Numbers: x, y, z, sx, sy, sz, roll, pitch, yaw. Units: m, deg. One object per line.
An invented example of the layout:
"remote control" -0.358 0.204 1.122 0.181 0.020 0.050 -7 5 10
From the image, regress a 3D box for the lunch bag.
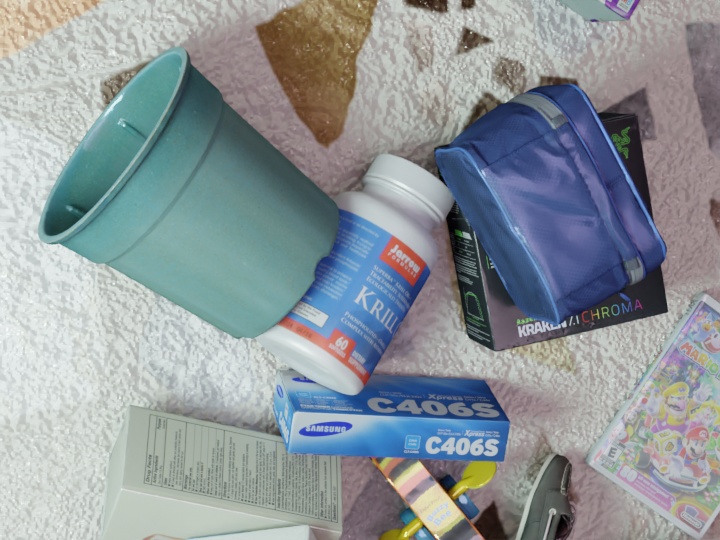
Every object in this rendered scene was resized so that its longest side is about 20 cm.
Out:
"lunch bag" 0.172 -0.054 1.525 0.132 0.136 0.200 -32 101 -8

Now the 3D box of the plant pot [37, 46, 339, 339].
"plant pot" -0.136 -0.054 1.534 0.196 0.200 0.200 36 88 -22

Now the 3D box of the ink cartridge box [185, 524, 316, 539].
"ink cartridge box" -0.073 0.310 1.585 0.116 0.067 0.200 -8 138 12

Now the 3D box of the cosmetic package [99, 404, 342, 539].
"cosmetic package" -0.122 0.200 1.591 0.200 0.103 0.087 15 131 -13

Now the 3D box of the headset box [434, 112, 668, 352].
"headset box" 0.174 -0.045 1.645 0.174 0.093 0.200 -12 98 -12

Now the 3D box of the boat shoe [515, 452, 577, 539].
"boat shoe" 0.170 0.257 1.653 0.057 0.067 0.200 14 51 20

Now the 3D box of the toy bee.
"toy bee" 0.088 0.230 1.650 0.200 0.109 0.131 29 91 -13

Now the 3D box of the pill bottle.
"pill bottle" 0.000 0.000 1.595 0.112 0.112 0.200 33 78 -14

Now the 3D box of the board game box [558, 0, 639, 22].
"board game box" 0.234 -0.337 1.618 0.105 0.103 0.200 30 90 -14

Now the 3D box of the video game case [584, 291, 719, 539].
"video game case" 0.329 0.142 1.741 0.143 0.018 0.200 35 88 -14

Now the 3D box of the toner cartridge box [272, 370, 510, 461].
"toner cartridge box" 0.027 0.132 1.629 0.200 0.095 0.043 3 109 -14
